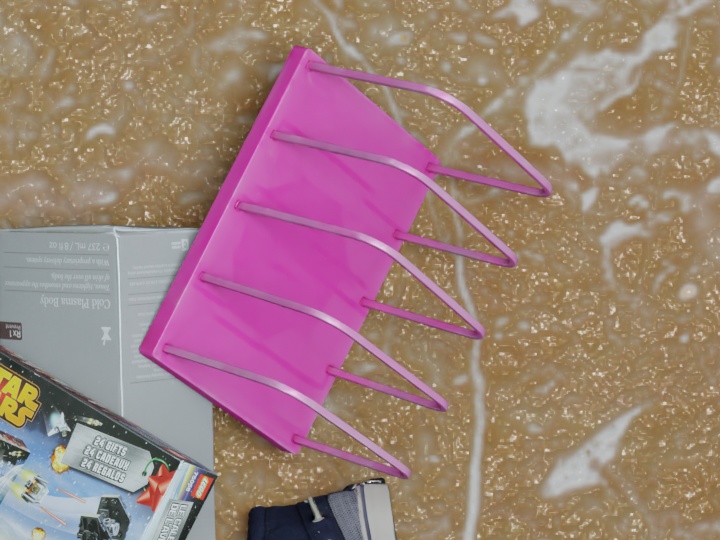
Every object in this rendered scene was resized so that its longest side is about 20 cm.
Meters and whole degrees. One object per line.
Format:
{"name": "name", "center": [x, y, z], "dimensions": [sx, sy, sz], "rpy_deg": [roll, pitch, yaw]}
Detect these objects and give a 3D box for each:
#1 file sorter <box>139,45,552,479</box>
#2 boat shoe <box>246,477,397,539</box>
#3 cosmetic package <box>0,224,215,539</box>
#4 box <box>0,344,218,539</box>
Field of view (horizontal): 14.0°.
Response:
{"name": "file sorter", "center": [0.000, 0.000, 1.671], "dimensions": [0.139, 0.125, 0.201], "rpy_deg": [38, 74, -44]}
{"name": "boat shoe", "center": [-0.017, 0.207, 1.705], "dimensions": [0.092, 0.200, 0.075], "rpy_deg": [-9, 127, 0]}
{"name": "cosmetic package", "center": [-0.147, 0.074, 1.703], "dimensions": [0.090, 0.106, 0.201], "rpy_deg": [0, 89, -50]}
{"name": "box", "center": [-0.187, 0.129, 1.633], "dimensions": [0.200, 0.040, 0.137], "rpy_deg": [28, 91, 36]}
